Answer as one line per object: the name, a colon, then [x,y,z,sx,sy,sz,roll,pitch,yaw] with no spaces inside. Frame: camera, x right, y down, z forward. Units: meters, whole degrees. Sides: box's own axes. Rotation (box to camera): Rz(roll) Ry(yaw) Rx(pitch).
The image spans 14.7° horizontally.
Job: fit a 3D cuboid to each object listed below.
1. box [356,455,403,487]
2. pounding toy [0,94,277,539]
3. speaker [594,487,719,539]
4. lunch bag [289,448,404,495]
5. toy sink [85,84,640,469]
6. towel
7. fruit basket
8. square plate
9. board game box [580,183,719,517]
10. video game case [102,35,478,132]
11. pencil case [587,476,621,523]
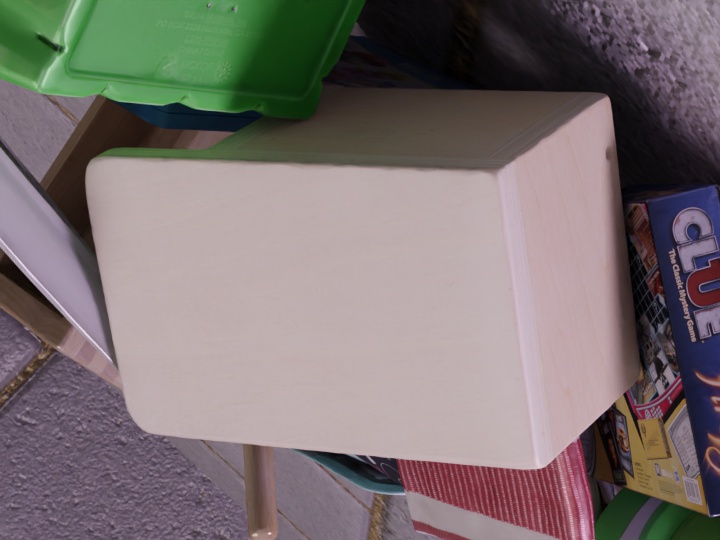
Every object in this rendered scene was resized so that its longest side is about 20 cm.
box: [0.009,0.025,1.562,0.200,0.132,0.115,28,159,54]
pounding toy: [-0.087,0.010,1.475,0.142,0.184,0.200,34,177,-26]
speaker: [0.200,0.178,1.327,0.200,0.088,0.088,30,164,20]
lunch bag: [-0.005,0.067,1.803,0.200,0.122,0.170,41,169,-29]
toy sink: [0.004,-0.003,1.181,0.200,0.112,0.130,2,111,30]
towel: [0.052,0.038,1.288,0.144,0.023,0.200,13,118,56]
fruit basket: [-0.120,-0.144,1.154,0.216,0.156,0.216,23,-161,-8]
square plate: [-0.177,-0.058,1.237,0.198,0.028,0.200,52,177,-35]
board game box: [0.123,0.030,1.243,0.200,0.035,0.136,-171,68,-77]
video game case: [-0.042,-0.089,1.299,0.200,0.018,0.143,1,-162,-36]
pencil case: [0.104,0.128,1.445,0.078,0.089,0.200,-1,170,18]
